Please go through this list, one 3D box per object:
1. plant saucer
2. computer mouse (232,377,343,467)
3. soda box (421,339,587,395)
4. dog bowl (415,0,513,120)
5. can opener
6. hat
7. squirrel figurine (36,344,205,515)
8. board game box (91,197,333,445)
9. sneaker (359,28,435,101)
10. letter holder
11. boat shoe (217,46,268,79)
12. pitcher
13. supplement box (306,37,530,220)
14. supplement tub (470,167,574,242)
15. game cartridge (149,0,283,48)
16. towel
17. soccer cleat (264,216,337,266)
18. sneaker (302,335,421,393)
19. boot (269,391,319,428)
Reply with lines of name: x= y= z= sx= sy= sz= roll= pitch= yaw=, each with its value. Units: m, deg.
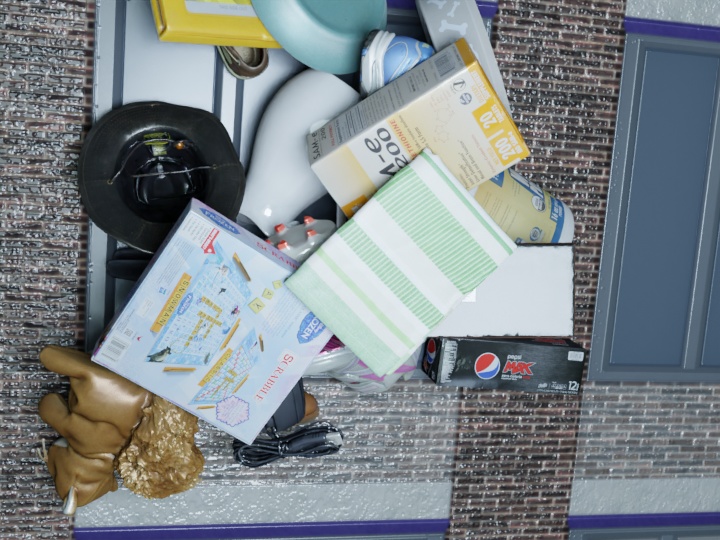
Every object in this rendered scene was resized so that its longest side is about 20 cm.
plant saucer: x=-0.039 y=-0.320 z=1.121 sx=0.199 sy=0.036 sz=0.202 roll=14 pitch=67 yaw=-36
computer mouse: x=-0.102 y=0.124 z=1.141 sx=0.137 sy=0.053 sz=0.202 roll=-10 pitch=93 yaw=14
soda box: x=0.183 y=0.115 z=1.290 sx=0.198 sy=0.071 sz=0.064 roll=6 pitch=99 yaw=-15
dog bowl: x=0.116 y=-0.241 z=1.153 sx=0.058 sy=0.200 sz=0.202 roll=-19 pitch=104 yaw=6
can opener: x=-0.194 y=-0.009 z=1.162 sx=0.198 sy=0.063 sz=0.080 roll=0 pitch=108 yaw=12
hat: x=-0.223 y=-0.090 z=1.134 sx=0.198 sy=0.081 sz=0.203 roll=4 pitch=61 yaw=-8
squirrel figurine: x=-0.275 y=0.194 z=1.139 sx=0.198 sy=0.141 sz=0.188 roll=24 pitch=102 yaw=13
board game box: x=-0.144 y=0.058 z=1.055 sx=0.199 sy=0.041 sz=0.201 roll=32 pitch=108 yaw=-18
sneaker: x=0.042 y=-0.161 z=1.109 sx=0.076 sy=0.076 sz=0.202 roll=8 pitch=125 yaw=14
letter holder: x=0.129 y=0.019 z=1.130 sx=0.197 sy=0.142 sz=0.102 roll=0 pitch=92 yaw=1
boat shoe: x=-0.154 y=-0.314 z=1.129 sx=0.074 sy=0.075 sz=0.204 roll=-31 pitch=105 yaw=-7
pitcher: x=-0.054 y=-0.115 z=1.151 sx=0.171 sy=0.121 sz=0.201 roll=35 pitch=94 yaw=19
supplement box: x=0.058 y=-0.130 z=1.054 sx=0.199 sy=0.074 sz=0.126 roll=-31 pitch=122 yaw=13
supplement tub: x=0.140 y=-0.062 z=1.211 sx=0.199 sy=0.145 sz=0.146 roll=30 pitch=92 yaw=-17
game cartridge: x=-0.140 y=-0.328 z=1.085 sx=0.198 sy=0.032 sz=0.178 roll=-7 pitch=80 yaw=-36
towel: x=0.044 y=-0.006 z=1.028 sx=0.200 sy=0.023 sz=0.153 roll=-44 pitch=107 yaw=1
soccer cleat: x=-0.105 y=0.011 z=1.095 sx=0.199 sy=0.069 sz=0.078 roll=-29 pitch=115 yaw=6
sneaker: x=0.000 y=0.111 z=1.225 sx=0.198 sy=0.081 sz=0.089 roll=-6 pitch=108 yaw=-29
boot: x=-0.134 y=0.099 z=1.211 sx=0.198 sy=0.077 sz=0.157 roll=12 pitch=99 yaw=-4
